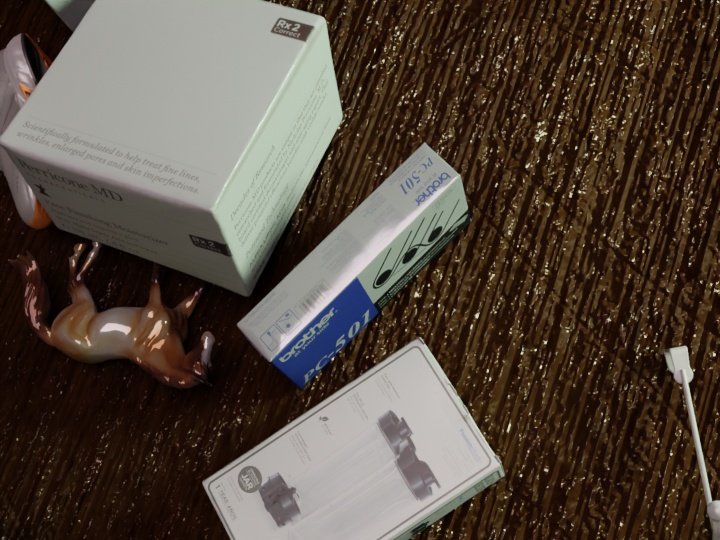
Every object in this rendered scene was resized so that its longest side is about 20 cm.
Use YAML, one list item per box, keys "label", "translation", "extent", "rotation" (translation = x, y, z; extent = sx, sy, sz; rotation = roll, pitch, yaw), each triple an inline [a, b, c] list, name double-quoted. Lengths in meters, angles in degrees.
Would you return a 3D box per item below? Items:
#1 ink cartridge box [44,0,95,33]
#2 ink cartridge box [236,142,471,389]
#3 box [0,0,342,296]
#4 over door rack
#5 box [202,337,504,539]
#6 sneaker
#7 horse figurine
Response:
- label: "ink cartridge box"
  translation: [-0.272, -0.299, 0.927]
  extent: [0.084, 0.145, 0.201]
  rotation: [-36, 68, -1]
- label: "ink cartridge box"
  translation: [0.000, 0.000, 0.794]
  extent: [0.200, 0.094, 0.044]
  rotation: [-44, 68, -5]
- label: "box"
  translation: [-0.144, -0.117, 0.827]
  extent: [0.197, 0.131, 0.202]
  rotation: [18, 64, 18]
- label: "over door rack"
  translation: [0.304, 0.131, 0.699]
  extent: [0.146, 0.067, 0.203]
  rotation: [-10, 70, 7]
- label: "box"
  translation: [-0.003, 0.157, 0.758]
  extent: [0.199, 0.060, 0.117]
  rotation: [-34, 68, -1]
- label: "sneaker"
  translation: [-0.315, -0.115, 0.919]
  extent: [0.091, 0.076, 0.202]
  rotation: [-23, 60, 11]
- label: "horse figurine"
  translation: [-0.204, 0.034, 0.850]
  extent: [0.197, 0.050, 0.134]
  rotation: [3, 66, 10]
